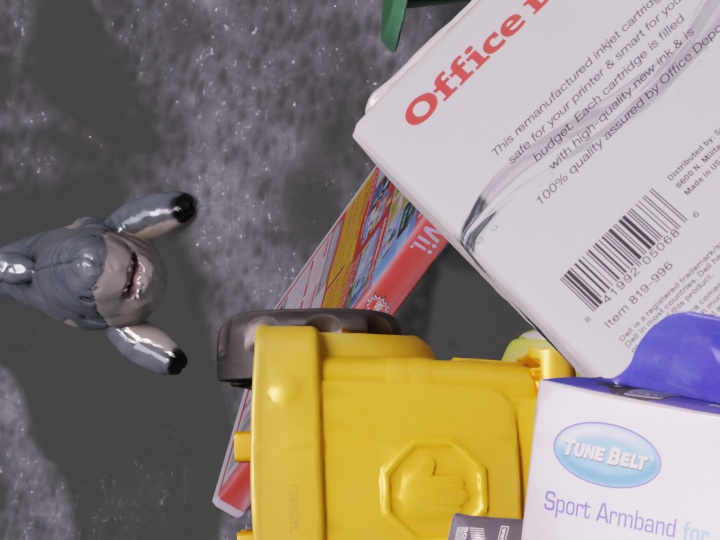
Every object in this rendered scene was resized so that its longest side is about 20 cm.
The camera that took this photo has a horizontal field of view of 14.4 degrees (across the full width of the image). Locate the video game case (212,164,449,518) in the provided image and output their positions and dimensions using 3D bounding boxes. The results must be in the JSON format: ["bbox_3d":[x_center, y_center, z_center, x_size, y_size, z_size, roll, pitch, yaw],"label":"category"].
[{"bbox_3d":[0.000,0.000,1.257,0.200,0.017,0.143,-54,12,34],"label":"video game case"}]

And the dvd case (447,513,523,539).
[{"bbox_3d":[0.098,0.154,0.906,0.199,0.022,0.147,-1,70,40],"label":"dvd case"}]

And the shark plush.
[{"bbox_3d":[-0.161,-0.010,1.463,0.199,0.083,0.092,20,103,49],"label":"shark plush"}]

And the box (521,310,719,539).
[{"bbox_3d":[0.101,0.116,0.835,0.118,0.041,0.202,9,97,36],"label":"box"}]

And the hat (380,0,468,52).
[{"bbox_3d":[0.108,-0.158,1.201,0.200,0.175,0.167,-92,13,-77],"label":"hat"}]

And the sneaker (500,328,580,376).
[{"bbox_3d":[0.043,0.094,1.216,0.200,0.075,0.106,-27,68,45],"label":"sneaker"}]

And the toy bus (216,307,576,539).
[{"bbox_3d":[0.041,0.081,1.098,0.200,0.191,0.137,105,162,-86],"label":"toy bus"}]

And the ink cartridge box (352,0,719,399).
[{"bbox_3d":[0.111,-0.030,0.965,0.147,0.083,0.200,-43,45,0],"label":"ink cartridge box"}]
